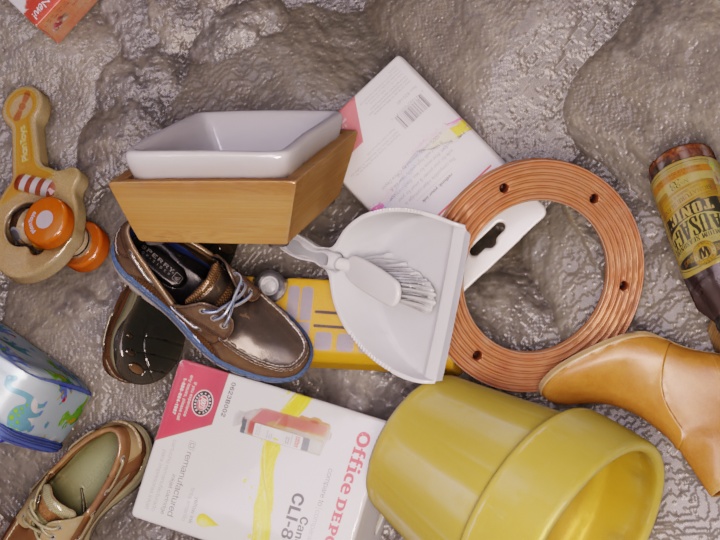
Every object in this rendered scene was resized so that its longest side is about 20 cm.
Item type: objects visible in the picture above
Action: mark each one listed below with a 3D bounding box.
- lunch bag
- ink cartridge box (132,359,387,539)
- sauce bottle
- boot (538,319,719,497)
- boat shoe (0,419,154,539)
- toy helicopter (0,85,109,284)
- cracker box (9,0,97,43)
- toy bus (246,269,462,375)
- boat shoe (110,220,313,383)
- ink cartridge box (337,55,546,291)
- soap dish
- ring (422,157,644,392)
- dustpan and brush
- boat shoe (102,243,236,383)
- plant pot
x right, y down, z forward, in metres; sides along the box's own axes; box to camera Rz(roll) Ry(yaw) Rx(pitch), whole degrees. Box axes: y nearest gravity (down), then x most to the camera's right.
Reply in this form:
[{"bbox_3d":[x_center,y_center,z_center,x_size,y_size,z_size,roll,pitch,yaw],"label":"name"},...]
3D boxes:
[{"bbox_3d":[-0.351,0.082,1.523,0.199,0.161,0.083,31,86,16],"label":"lunch bag"},{"bbox_3d":[-0.076,0.175,1.480,0.199,0.083,0.146,15,82,16],"label":"ink cartridge box"},{"bbox_3d":[0.296,-0.011,1.419,0.066,0.066,0.201,-21,58,8],"label":"sauce bottle"},{"bbox_3d":[0.260,0.121,1.414,0.200,0.071,0.145,-17,65,1],"label":"boot"},{"bbox_3d":[-0.268,0.211,1.522,0.076,0.074,0.200,37,88,18],"label":"boat shoe"},{"bbox_3d":[-0.317,-0.080,1.607,0.132,0.079,0.201,-18,64,18],"label":"toy helicopter"},{"bbox_3d":[-0.322,-0.336,1.657,0.200,0.058,0.134,43,91,17],"label":"cracker box"},{"bbox_3d":[-0.009,0.046,1.502,0.199,0.065,0.079,3,81,13],"label":"toy bus"},{"bbox_3d":[-0.127,0.026,1.442,0.199,0.072,0.072,32,72,2],"label":"boat shoe"},{"bbox_3d":[0.063,-0.076,1.509,0.116,0.067,0.200,-43,71,2],"label":"ink cartridge box"},{"bbox_3d":[-0.100,-0.079,1.424,0.156,0.200,0.082,1,106,14],"label":"soap dish"},{"bbox_3d":[0.146,0.004,1.448,0.199,0.019,0.202,-4,103,-15],"label":"ring"},{"bbox_3d":[0.000,0.000,1.434,0.200,0.057,0.140,29,113,51],"label":"dustpan and brush"},{"bbox_3d":[-0.178,0.010,1.534,0.076,0.074,0.201,38,64,-23],"label":"boat shoe"},{"bbox_3d":[0.114,0.182,1.387,0.189,0.201,0.201,31,87,33],"label":"plant pot"}]
